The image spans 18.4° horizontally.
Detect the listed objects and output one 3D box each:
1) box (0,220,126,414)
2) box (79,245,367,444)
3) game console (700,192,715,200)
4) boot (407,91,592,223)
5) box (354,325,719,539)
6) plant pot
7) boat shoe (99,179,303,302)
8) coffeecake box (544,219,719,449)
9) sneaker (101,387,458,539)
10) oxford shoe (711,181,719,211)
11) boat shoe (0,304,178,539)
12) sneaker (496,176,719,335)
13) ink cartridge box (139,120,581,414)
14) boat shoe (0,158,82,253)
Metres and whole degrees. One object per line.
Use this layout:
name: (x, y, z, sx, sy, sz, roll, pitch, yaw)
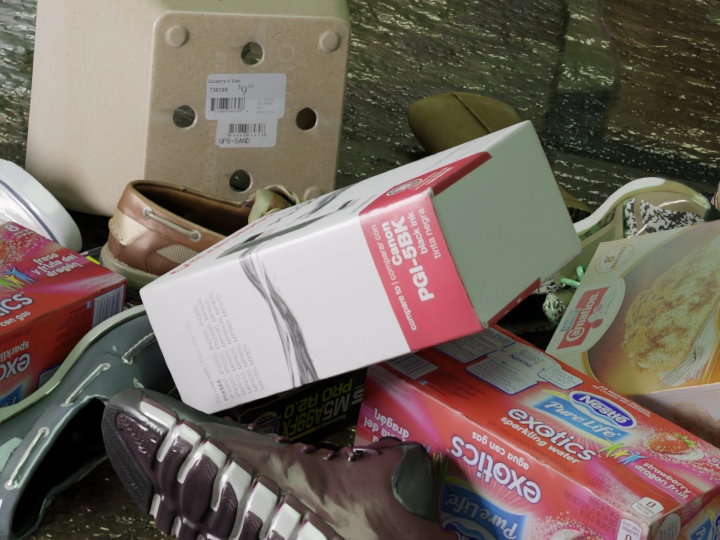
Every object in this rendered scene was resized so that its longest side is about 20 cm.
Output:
box: (-0.230, 0.057, 1.235, 0.095, 0.100, 0.200, 24, 29, 26)
box: (-0.095, 0.042, 1.384, 0.199, 0.045, 0.160, 28, 31, 31)
game console: (0.297, -0.002, 1.534, 0.199, 0.117, 0.177, 5, 57, -14)
boot: (0.073, -0.076, 1.674, 0.174, 0.066, 0.200, 13, 24, -25)
box: (0.100, 0.118, 1.233, 0.199, 0.096, 0.099, 29, 32, 33)
plant pot: (-0.104, -0.122, 1.500, 0.199, 0.201, 0.177, 0, 18, -22)
boat shoe: (-0.059, -0.012, 1.371, 0.199, 0.074, 0.076, 8, 25, -7)
coffeecake box: (0.212, 0.042, 1.309, 0.199, 0.073, 0.154, -12, 35, 40)
sneaker: (-0.035, 0.111, 1.189, 0.200, 0.076, 0.116, 37, 48, 8)
oxford shoe: (0.269, -0.030, 1.474, 0.070, 0.074, 0.200, 7, 27, -8)
boat shoe: (-0.145, 0.086, 1.222, 0.062, 0.073, 0.200, 23, 42, 35)
sneaker: (0.154, 0.007, 1.462, 0.077, 0.199, 0.089, 48, 45, -19)
ink cartridge box: (0.000, 0.000, 1.233, 0.199, 0.083, 0.147, -19, 9, 31)
boat shoe: (-0.274, -0.044, 1.476, 0.199, 0.071, 0.070, 29, 58, 25)
